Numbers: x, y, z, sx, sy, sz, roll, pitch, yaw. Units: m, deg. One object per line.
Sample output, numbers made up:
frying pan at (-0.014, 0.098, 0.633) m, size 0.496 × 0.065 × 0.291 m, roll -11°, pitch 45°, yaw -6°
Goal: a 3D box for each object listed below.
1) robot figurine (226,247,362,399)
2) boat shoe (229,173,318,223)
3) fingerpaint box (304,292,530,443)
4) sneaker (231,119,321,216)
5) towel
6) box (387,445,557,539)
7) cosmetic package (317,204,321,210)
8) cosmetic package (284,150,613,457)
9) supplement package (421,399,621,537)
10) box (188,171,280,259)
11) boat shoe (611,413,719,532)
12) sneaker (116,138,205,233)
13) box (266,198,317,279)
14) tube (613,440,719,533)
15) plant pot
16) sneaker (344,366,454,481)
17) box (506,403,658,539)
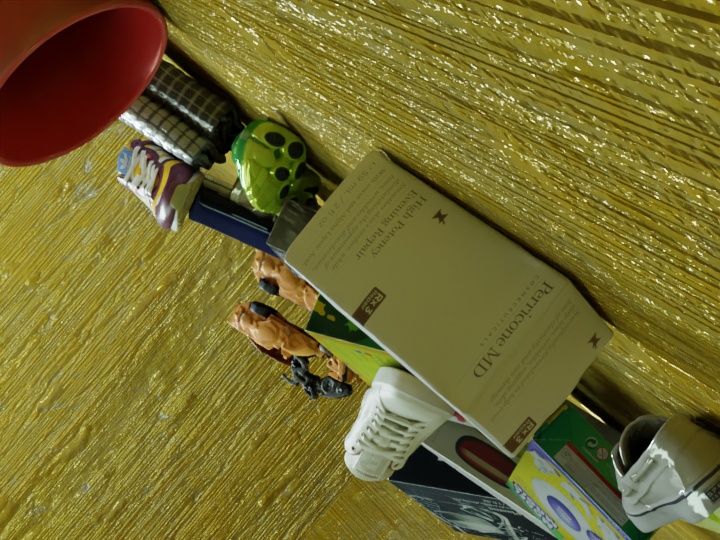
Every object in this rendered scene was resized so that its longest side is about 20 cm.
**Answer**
robot figurine at (-0.054, 0.055, 1.373) m, size 0.199 × 0.146 × 0.058 m, roll 28°, pitch -171°, yaw 33°
boat shoe at (-0.089, -0.089, 1.339) m, size 0.062 × 0.074 × 0.200 m, roll 32°, pitch -173°, yaw 8°
fingerpaint box at (0.072, 0.071, 1.059) m, size 0.165 × 0.074 × 0.200 m, roll 13°, pitch 163°, yaw 29°
sneaker at (-0.092, -0.098, 1.157) m, size 0.083 × 0.074 × 0.200 m, roll 38°, pitch 176°, yaw 10°
towel at (-0.208, -0.182, 1.315) m, size 0.165 × 0.086 × 0.200 m, roll 33°, pitch -178°, yaw 0°
box at (0.169, 0.233, 1.433) m, size 0.198 × 0.125 × 0.196 m, roll 3°, pitch 156°, yaw 34°
cosmetic package at (-0.009, 0.018, 1.435) m, size 0.200 × 0.104 × 0.073 m, roll 40°, pitch -176°, yaw 29°
cosmetic package at (0.050, 0.015, 0.777) m, size 0.200 × 0.102 × 0.074 m, roll 36°, pitch 176°, yaw 45°
supplement package at (0.163, 0.172, 1.187) m, size 0.199 × 0.114 × 0.110 m, roll 31°, pitch 174°, yaw 14°
box at (-0.133, -0.059, 1.377) m, size 0.120 × 0.033 × 0.200 m, roll 24°, pitch -171°, yaw -12°
boat shoe at (0.200, 0.130, 0.826) m, size 0.066 × 0.072 × 0.200 m, roll 44°, pitch 176°, yaw 9°
sneaker at (-0.222, -0.096, 1.326) m, size 0.089 × 0.076 × 0.200 m, roll 26°, pitch -177°, yaw -13°
box at (0.000, 0.000, 1.215) m, size 0.156 × 0.050 × 0.200 m, roll 24°, pitch 174°, yaw 9°
tube at (0.253, 0.170, 0.934) m, size 0.200 × 0.057 × 0.053 m, roll -167°, pitch 67°, yaw -71°
plant pot at (-0.296, -0.220, 1.075) m, size 0.178 × 0.200 × 0.200 m, roll 48°, pitch 178°, yaw 13°
sneaker at (0.030, 0.138, 1.042) m, size 0.072 × 0.085 × 0.200 m, roll 23°, pitch 163°, yaw 0°
box at (0.181, 0.188, 1.020) m, size 0.117 × 0.048 × 0.200 m, roll 45°, pitch 167°, yaw 15°
